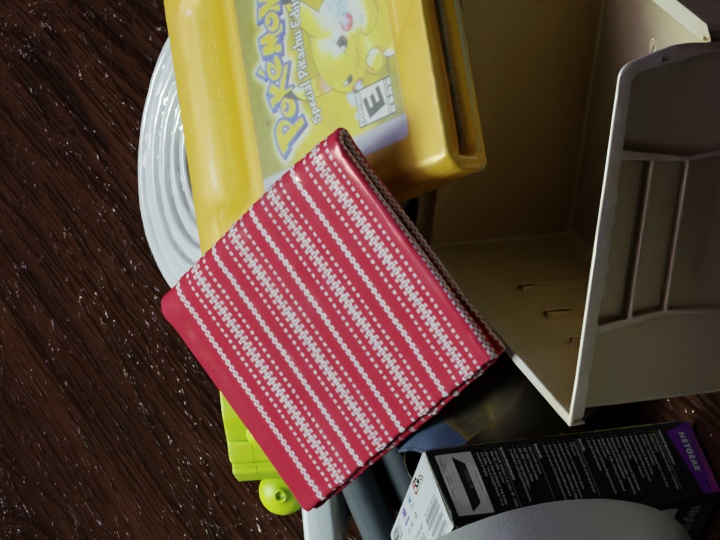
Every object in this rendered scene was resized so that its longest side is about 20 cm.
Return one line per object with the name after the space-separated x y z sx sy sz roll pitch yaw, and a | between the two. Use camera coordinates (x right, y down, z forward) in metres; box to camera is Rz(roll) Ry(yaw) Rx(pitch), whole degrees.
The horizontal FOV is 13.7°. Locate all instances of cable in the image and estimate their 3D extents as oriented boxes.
-0.057 -0.060 1.696 0.200 0.069 0.200 58 135 39 | cable

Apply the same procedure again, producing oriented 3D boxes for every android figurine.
-0.057 0.060 1.871 0.200 0.041 0.183 -55 -39 -81 | android figurine

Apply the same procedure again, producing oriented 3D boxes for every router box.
0.081 0.163 1.535 0.200 0.149 0.051 110 147 -45 | router box

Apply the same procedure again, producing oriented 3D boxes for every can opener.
0.018 0.134 1.714 0.067 0.052 0.200 -118 4 -62 | can opener

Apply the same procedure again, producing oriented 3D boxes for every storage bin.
0.115 -0.061 1.485 0.200 0.093 0.199 -130 40 -57 | storage bin

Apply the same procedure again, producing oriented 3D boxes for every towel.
-0.018 0.029 1.556 0.145 0.022 0.200 54 139 5 | towel

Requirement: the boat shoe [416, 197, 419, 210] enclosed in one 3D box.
0.055 -0.051 1.655 0.063 0.073 0.201 -5 90 54 | boat shoe

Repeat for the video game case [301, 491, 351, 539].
-0.025 0.070 1.846 0.200 0.023 0.183 -59 -37 -85 | video game case

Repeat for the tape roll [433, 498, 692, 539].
0.077 0.185 1.480 0.203 0.202 0.037 111 147 -47 | tape roll

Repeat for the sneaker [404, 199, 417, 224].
0.000 0.000 1.730 0.088 0.075 0.201 22 -112 -64 | sneaker

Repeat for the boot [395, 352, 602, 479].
0.044 0.080 1.602 0.075 0.097 0.200 56 159 -7 | boot

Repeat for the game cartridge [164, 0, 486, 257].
-0.025 -0.109 1.568 0.200 0.032 0.177 -21 73 43 | game cartridge
